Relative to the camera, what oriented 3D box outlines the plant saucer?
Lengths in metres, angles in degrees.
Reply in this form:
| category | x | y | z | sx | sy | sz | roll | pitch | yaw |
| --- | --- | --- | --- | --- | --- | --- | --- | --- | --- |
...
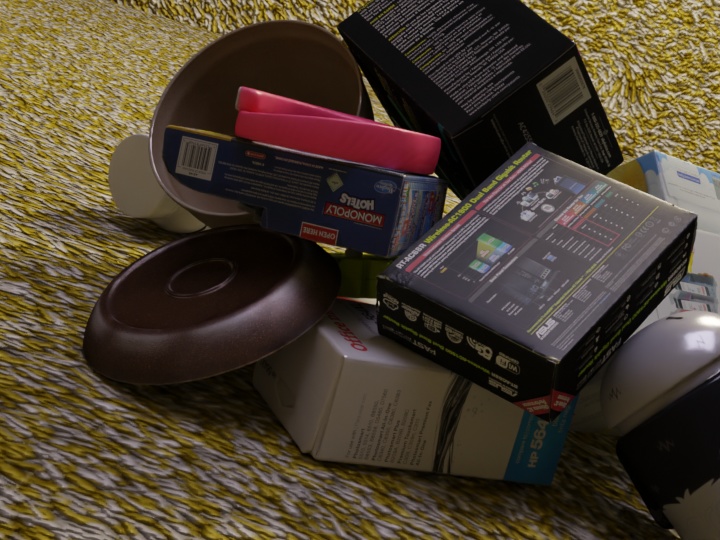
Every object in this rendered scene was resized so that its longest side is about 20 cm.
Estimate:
| category | x | y | z | sx | sy | sz | roll | pitch | yaw |
| --- | --- | --- | --- | --- | --- | --- | --- | --- | --- |
| plant saucer | -0.114 | 0.016 | 1.157 | 0.200 | 0.032 | 0.200 | -13 | 27 | 7 |

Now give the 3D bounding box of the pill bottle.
| category | x | y | z | sx | sy | sz | roll | pitch | yaw |
| --- | --- | --- | --- | --- | --- | --- | --- | --- | --- |
| pill bottle | -0.156 | -0.093 | 1.587 | 0.111 | 0.112 | 0.200 | 27 | 16 | 33 |

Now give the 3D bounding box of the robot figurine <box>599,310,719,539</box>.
| category | x | y | z | sx | sy | sz | roll | pitch | yaw |
| --- | --- | --- | --- | --- | --- | --- | --- | --- | --- |
| robot figurine | 0.259 | 0.125 | 1.115 | 0.200 | 0.150 | 0.125 | 57 | 9 | 11 |

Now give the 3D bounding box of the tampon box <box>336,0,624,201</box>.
| category | x | y | z | sx | sy | sz | roll | pitch | yaw |
| --- | --- | --- | --- | --- | --- | --- | --- | --- | --- |
| tampon box | 0.100 | -0.150 | 1.319 | 0.200 | 0.126 | 0.150 | 50 | -4 | 44 |

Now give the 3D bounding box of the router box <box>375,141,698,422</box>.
| category | x | y | z | sx | sy | sz | roll | pitch | yaw |
| --- | --- | --- | --- | --- | --- | --- | --- | --- | --- |
| router box | 0.128 | 0.003 | 1.127 | 0.150 | 0.062 | 0.200 | 28 | 49 | 27 |

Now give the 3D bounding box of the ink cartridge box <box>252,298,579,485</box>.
| category | x | y | z | sx | sy | sz | roll | pitch | yaw |
| --- | --- | --- | --- | --- | --- | --- | --- | --- | --- |
| ink cartridge box | 0.039 | 0.087 | 1.174 | 0.200 | 0.084 | 0.146 | 10 | 15 | -26 |

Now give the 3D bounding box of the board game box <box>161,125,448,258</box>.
| category | x | y | z | sx | sy | sz | roll | pitch | yaw |
| --- | --- | --- | --- | --- | --- | --- | --- | --- | --- |
| board game box | -0.021 | -0.057 | 1.201 | 0.200 | 0.062 | 0.200 | 14 | 5 | 25 |

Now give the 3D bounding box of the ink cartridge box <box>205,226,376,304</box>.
| category | x | y | z | sx | sy | sz | roll | pitch | yaw |
| --- | --- | --- | --- | --- | --- | --- | --- | --- | --- |
| ink cartridge box | -0.051 | 0.007 | 1.397 | 0.162 | 0.057 | 0.200 | 14 | 0 | -17 |

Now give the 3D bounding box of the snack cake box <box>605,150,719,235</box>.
| category | x | y | z | sx | sy | sz | roll | pitch | yaw |
| --- | --- | --- | --- | --- | --- | --- | --- | --- | --- |
| snack cake box | 0.219 | -0.031 | 1.394 | 0.200 | 0.067 | 0.115 | -24 | -24 | 38 |

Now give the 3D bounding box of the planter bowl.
| category | x | y | z | sx | sy | sz | roll | pitch | yaw |
| --- | --- | --- | --- | --- | --- | --- | --- | --- | --- |
| planter bowl | -0.070 | -0.102 | 1.393 | 0.200 | 0.200 | 0.135 | 26 | -16 | 33 |

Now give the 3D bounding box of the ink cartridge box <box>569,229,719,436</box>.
| category | x | y | z | sx | sy | sz | roll | pitch | yaw |
| --- | --- | --- | --- | --- | --- | --- | --- | --- | --- |
| ink cartridge box | 0.221 | 0.049 | 1.302 | 0.200 | 0.145 | 0.145 | 11 | -28 | -38 |

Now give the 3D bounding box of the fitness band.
| category | x | y | z | sx | sy | sz | roll | pitch | yaw |
| --- | --- | --- | --- | --- | --- | --- | --- | --- | --- |
| fitness band | -0.016 | -0.101 | 1.175 | 0.143 | 0.037 | 0.200 | 16 | 7 | 13 |

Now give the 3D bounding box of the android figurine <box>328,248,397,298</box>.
| category | x | y | z | sx | sy | sz | roll | pitch | yaw |
| --- | --- | --- | --- | --- | --- | --- | --- | --- | --- |
| android figurine | 0.000 | 0.000 | 1.288 | 0.182 | 0.041 | 0.200 | 5 | 1 | 35 |
